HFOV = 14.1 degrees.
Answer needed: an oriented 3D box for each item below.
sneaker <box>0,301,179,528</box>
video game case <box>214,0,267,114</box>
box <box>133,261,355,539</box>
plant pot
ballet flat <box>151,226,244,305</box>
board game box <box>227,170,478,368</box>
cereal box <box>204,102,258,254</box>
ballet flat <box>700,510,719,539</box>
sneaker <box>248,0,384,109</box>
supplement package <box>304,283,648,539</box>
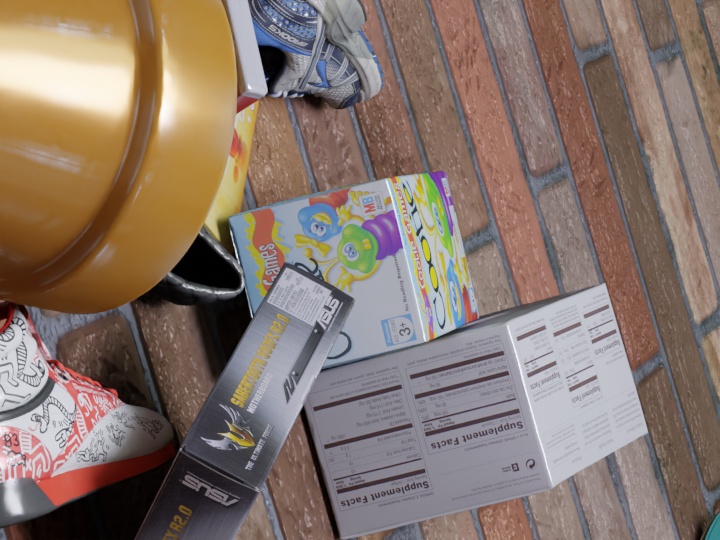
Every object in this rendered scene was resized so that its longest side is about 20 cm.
[{"bbox_3d":[-0.162,0.065,1.519,0.201,0.067,0.108,-20,97,-63],"label":"sneaker"},{"bbox_3d":[-0.134,-0.112,1.507,0.017,0.200,0.144,10,59,-46],"label":"video game case"},{"bbox_3d":[-0.077,0.110,1.582,0.048,0.159,0.200,28,34,0],"label":"box"},{"bbox_3d":[-0.193,-0.088,1.419,0.183,0.200,0.201,10,66,-46],"label":"plant pot"},{"bbox_3d":[-0.132,-0.044,1.650,0.200,0.057,0.067,44,57,-48],"label":"ballet flat"},{"bbox_3d":[0.000,0.000,1.813,0.200,0.103,0.105,-17,94,-78],"label":"board game box"},{"bbox_3d":[-0.129,-0.118,1.727,0.200,0.039,0.144,51,35,-43],"label":"cereal box"},{"bbox_3d":[0.312,0.288,2.437,0.070,0.069,0.200,56,33,-37],"label":"ballet flat"},{"bbox_3d":[-0.043,-0.150,1.908,0.077,0.085,0.200,57,-3,20],"label":"sneaker"},{"bbox_3d":[0.076,0.091,1.912,0.200,0.155,0.111,-16,90,-66],"label":"supplement package"}]
